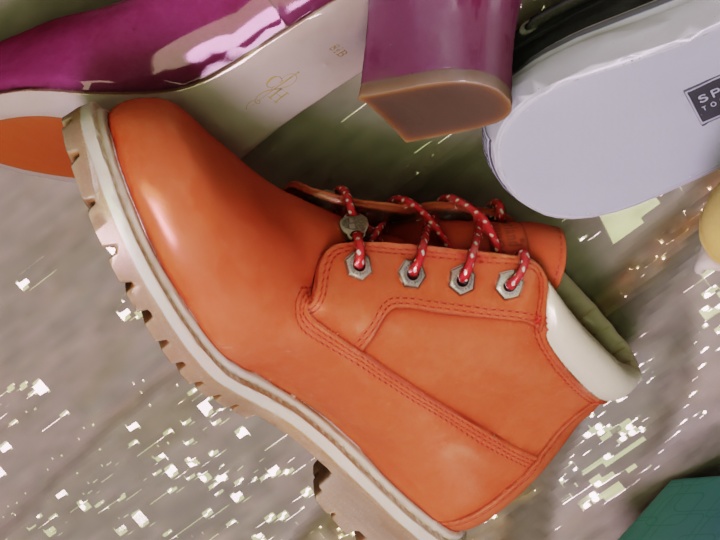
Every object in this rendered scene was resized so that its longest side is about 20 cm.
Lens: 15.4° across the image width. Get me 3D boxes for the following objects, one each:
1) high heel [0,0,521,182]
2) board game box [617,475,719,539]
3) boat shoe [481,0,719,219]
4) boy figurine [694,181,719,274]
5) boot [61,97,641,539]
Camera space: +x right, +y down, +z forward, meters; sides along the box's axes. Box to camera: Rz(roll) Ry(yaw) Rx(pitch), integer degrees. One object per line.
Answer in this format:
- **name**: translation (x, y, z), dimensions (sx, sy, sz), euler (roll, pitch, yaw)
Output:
- **high heel**: translation (-0.040, -0.081, 0.791), dimensions (0.199, 0.097, 0.067), euler (-3, 156, 20)
- **board game box**: translation (0.186, 0.128, 0.781), dimensions (0.199, 0.045, 0.153), euler (-10, 116, 48)
- **boat shoe**: translation (0.127, -0.075, 0.756), dimensions (0.199, 0.057, 0.069), euler (-18, 126, 13)
- **boy figurine**: translation (0.147, -0.017, 0.723), dimensions (0.123, 0.065, 0.200), euler (-4, 143, 22)
- **boot**: translation (0.000, 0.000, 0.775), dimensions (0.107, 0.075, 0.200), euler (-34, 130, 15)
